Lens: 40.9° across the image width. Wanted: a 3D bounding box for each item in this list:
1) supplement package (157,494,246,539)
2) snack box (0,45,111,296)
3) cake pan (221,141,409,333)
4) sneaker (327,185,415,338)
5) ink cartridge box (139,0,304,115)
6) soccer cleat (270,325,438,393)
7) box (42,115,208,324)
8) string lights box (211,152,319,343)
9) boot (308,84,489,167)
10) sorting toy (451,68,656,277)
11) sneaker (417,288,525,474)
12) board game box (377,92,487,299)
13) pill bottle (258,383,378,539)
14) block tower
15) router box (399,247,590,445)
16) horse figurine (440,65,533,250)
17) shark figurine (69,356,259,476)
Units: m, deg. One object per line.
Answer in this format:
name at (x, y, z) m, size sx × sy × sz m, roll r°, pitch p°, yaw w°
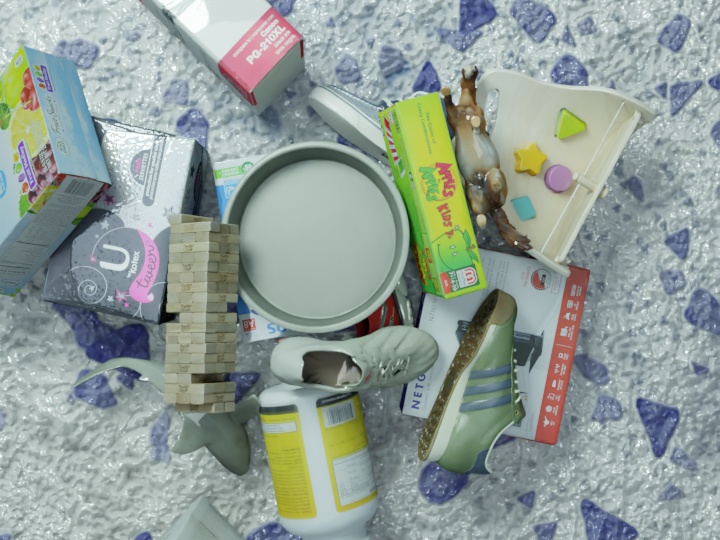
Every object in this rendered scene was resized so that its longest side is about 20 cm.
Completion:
supplement package at (-0.178, 0.332, 1.011) m, size 0.110 × 0.200 × 0.114 m, roll -44°, pitch 90°, yaw -2°
snack box at (-0.352, -0.098, 0.993) m, size 0.200 × 0.067 × 0.169 m, roll -42°, pitch 58°, yaw 30°
cake pan at (-0.047, -0.034, 1.024) m, size 0.199 × 0.037 × 0.202 m, roll 0°, pitch 87°, yaw 4°
sneaker at (0.000, 0.000, 1.064) m, size 0.084 × 0.077 × 0.201 m, roll -16°, pitch 90°, yaw -23°
ink cartridge box at (-0.158, -0.274, 1.034) m, size 0.200 × 0.145 × 0.084 m, roll 44°, pitch 88°, yaw -2°
soccer cleat at (0.004, 0.097, 0.998) m, size 0.199 × 0.077 × 0.070 m, roll -1°, pitch 101°, yaw -29°
box at (-0.250, -0.052, 1.049) m, size 0.131 × 0.115 × 0.201 m, roll 12°, pitch 91°, yaw -1°
string lights box at (-0.097, -0.027, 1.080) m, size 0.102 × 0.059 × 0.201 m, roll -10°, pitch 91°, yaw -2°
boot at (0.044, -0.169, 1.085) m, size 0.199 × 0.073 × 0.091 m, roll 34°, pitch 82°, yaw -10°
sorting toy at (0.186, -0.125, 1.055) m, size 0.179 × 0.107 × 0.201 m, roll 29°, pitch 89°, yaw -8°
sneaker at (0.140, 0.127, 1.041) m, size 0.089 × 0.067 × 0.201 m, roll 25°, pitch 90°, yaw -9°
board game box at (0.073, -0.076, 1.005) m, size 0.047 × 0.102 × 0.201 m, roll -15°, pitch 95°, yaw -8°
pill bottle at (-0.042, 0.221, 1.058) m, size 0.111 × 0.112 × 0.201 m, roll -10°, pitch 91°, yaw -1°
block tower at (-0.161, 0.043, 0.985) m, size 0.057 × 0.054 × 0.202 m, roll -2°, pitch 86°, yaw 29°
router box at (0.150, 0.080, 1.093) m, size 0.178 × 0.049 × 0.201 m, roll 11°, pitch 90°, yaw -2°
horse figurine at (0.121, -0.113, 0.979) m, size 0.050 × 0.133 × 0.201 m, roll -18°, pitch 93°, yaw 10°
shark figurine at (-0.199, 0.153, 1.039) m, size 0.214 × 0.128 × 0.090 m, roll 38°, pitch 48°, yaw -6°
